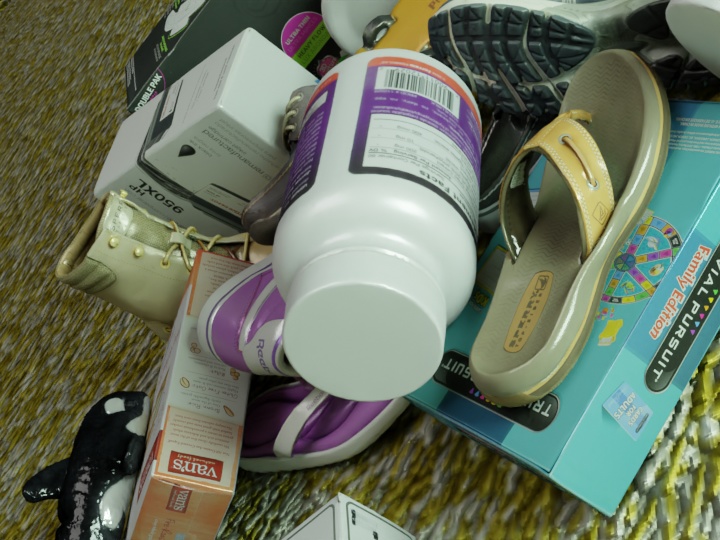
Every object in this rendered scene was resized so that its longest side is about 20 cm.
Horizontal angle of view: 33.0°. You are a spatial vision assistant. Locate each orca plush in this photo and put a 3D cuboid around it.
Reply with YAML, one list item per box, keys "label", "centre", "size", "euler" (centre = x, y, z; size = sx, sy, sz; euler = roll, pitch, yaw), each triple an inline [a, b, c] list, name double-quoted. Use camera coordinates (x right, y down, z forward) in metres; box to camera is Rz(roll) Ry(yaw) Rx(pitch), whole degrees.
- label: "orca plush"
  centre: [-0.196, 0.167, 0.823]
  size: [0.105, 0.071, 0.201]
  euler: [127, 155, -65]

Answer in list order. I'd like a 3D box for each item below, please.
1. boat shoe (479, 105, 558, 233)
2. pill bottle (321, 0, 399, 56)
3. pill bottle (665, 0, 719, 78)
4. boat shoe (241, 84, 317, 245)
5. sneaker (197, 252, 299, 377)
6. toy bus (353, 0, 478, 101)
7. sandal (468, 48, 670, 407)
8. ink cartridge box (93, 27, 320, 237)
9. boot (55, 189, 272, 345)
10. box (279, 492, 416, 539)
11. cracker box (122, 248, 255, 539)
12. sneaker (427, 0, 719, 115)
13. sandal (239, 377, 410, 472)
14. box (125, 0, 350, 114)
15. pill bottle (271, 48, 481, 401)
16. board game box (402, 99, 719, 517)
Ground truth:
- label: "boat shoe"
  centre: [0.115, -0.120, 0.766]
  size: [0.201, 0.056, 0.069]
  euler: [-59, 27, -6]
- label: "pill bottle"
  centre: [0.046, -0.269, 0.982]
  size: [0.114, 0.114, 0.201]
  euler: [-24, 41, 46]
- label: "pill bottle"
  centre: [0.238, -0.178, 0.567]
  size: [0.201, 0.113, 0.113]
  euler: [-56, 27, 1]
- label: "boat shoe"
  centre: [-0.024, -0.096, 0.885]
  size: [0.200, 0.073, 0.075]
  euler: [-45, -8, -29]
- label: "sneaker"
  centre: [0.000, 0.001, 0.783]
  size: [0.200, 0.073, 0.114]
  euler: [-46, 30, -25]
- label: "toy bus"
  centre: [0.087, -0.191, 0.843]
  size: [0.200, 0.078, 0.065]
  euler: [-49, 50, 4]
- label: "sandal"
  centre: [0.095, -0.031, 0.598]
  size: [0.080, 0.054, 0.201]
  euler: [-5, 55, 57]
- label: "ink cartridge box"
  centre: [-0.102, -0.087, 0.989]
  size: [0.200, 0.144, 0.085]
  euler: [-24, 41, 47]
- label: "boot"
  centre: [-0.126, -0.016, 0.935]
  size: [0.200, 0.155, 0.073]
  euler: [-35, 33, 35]
- label: "box"
  centre: [-0.053, 0.226, 0.653]
  size: [0.200, 0.060, 0.117]
  euler: [-43, 29, 25]
- label: "cracker box"
  centre: [-0.116, 0.104, 0.845]
  size: [0.201, 0.057, 0.134]
  euler: [-87, 16, -46]
- label: "sneaker"
  centre: [0.138, -0.146, 0.708]
  size: [0.199, 0.078, 0.087]
  euler: [2, 44, 26]
- label: "sandal"
  centre: [-0.033, 0.086, 0.786]
  size: [0.202, 0.050, 0.083]
  euler: [-32, 35, 42]
- label: "box"
  centre: [-0.097, -0.200, 1.103]
  size: [0.200, 0.148, 0.124]
  euler: [-49, 26, 14]
- label: "pill bottle"
  centre: [0.011, -0.027, 0.677]
  size: [0.111, 0.111, 0.201]
  euler: [-37, 27, 32]
- label: "board game box"
  centre: [0.120, 0.007, 0.627]
  size: [0.201, 0.047, 0.151]
  euler: [-59, 26, -5]
